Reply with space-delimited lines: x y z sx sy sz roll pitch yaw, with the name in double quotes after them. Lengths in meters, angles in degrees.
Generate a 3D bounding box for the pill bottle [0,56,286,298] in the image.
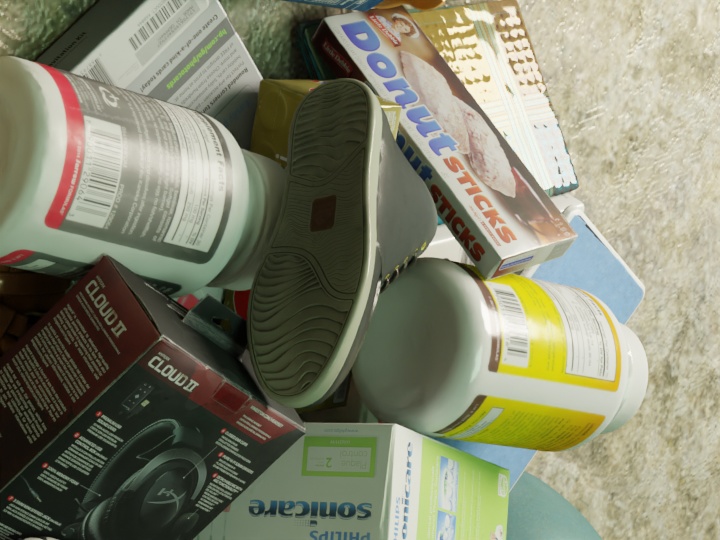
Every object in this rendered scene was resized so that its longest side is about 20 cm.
-0.133 -0.044 1.203 0.200 0.111 0.111 14 95 -45 "pill bottle"

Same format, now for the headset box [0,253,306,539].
-0.139 0.094 1.190 0.200 0.077 0.149 -45 141 6 "headset box"

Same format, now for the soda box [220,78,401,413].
-0.035 -0.016 1.335 0.064 0.068 0.201 -4 111 -44 "soda box"

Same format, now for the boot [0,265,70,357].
-0.193 0.045 1.273 0.200 0.077 0.156 11 93 -38 "boot"

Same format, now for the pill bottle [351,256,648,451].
0.095 0.057 1.367 0.200 0.109 0.110 12 97 -46 "pill bottle"

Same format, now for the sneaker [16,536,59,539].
-0.142 0.199 1.157 0.200 0.091 0.067 21 113 -47 "sneaker"

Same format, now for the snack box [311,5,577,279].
0.051 -0.083 1.345 0.072 0.200 0.024 -17 152 -41 "snack box"

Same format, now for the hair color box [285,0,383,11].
-0.060 -0.218 1.272 0.200 0.060 0.100 2 69 -44 "hair color box"

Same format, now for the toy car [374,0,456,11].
0.084 -0.228 1.370 0.200 0.177 0.184 -46 144 -4 "toy car"

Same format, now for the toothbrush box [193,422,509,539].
-0.008 0.150 1.354 0.200 0.145 0.086 25 66 -63 "toothbrush box"

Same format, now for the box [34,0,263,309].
-0.120 -0.070 1.311 0.156 0.041 0.200 -47 130 -20 "box"

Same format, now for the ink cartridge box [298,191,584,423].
0.050 0.023 1.469 0.200 0.085 0.146 -14 119 -38 "ink cartridge box"

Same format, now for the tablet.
0.116 0.064 1.483 0.200 0.014 0.130 -54 138 -7 "tablet"

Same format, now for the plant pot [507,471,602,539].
0.124 0.260 1.596 0.200 0.135 0.201 -17 117 -38 "plant pot"

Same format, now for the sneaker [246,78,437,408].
0.000 0.000 1.230 0.106 0.075 0.201 45 49 -50 "sneaker"

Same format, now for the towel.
0.053 -0.104 1.431 0.200 0.022 0.147 -13 84 -41 "towel"
